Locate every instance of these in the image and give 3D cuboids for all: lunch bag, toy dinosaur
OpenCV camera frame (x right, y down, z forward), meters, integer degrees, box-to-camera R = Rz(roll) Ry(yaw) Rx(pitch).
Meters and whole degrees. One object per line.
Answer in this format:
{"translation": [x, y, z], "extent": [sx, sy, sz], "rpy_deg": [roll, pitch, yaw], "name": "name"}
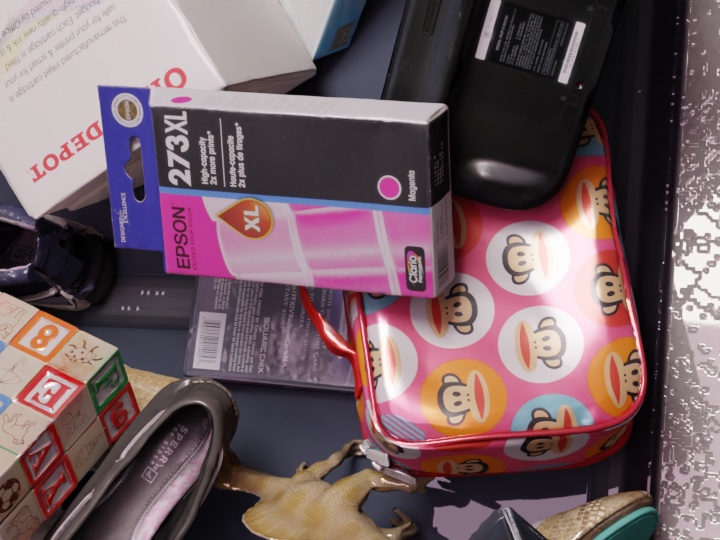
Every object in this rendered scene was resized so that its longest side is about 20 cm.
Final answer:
{"translation": [0.055, 0.010, 1.139], "extent": [0.176, 0.082, 0.200], "rpy_deg": [-5, 69, -1], "name": "lunch bag"}
{"translation": [-0.011, 0.133, 1.161], "extent": [0.200, 0.101, 0.058], "rpy_deg": [20, 115, 50], "name": "toy dinosaur"}

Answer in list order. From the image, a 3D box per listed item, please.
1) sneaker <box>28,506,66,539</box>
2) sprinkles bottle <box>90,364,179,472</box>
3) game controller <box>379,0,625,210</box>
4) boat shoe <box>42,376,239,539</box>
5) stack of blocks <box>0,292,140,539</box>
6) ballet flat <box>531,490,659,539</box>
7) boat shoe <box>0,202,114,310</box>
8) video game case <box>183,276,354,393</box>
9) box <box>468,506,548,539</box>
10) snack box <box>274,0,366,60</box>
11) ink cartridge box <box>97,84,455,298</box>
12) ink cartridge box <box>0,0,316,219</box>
{"translation": [-0.167, 0.172, 1.225], "extent": [0.071, 0.073, 0.200], "rpy_deg": [-27, 93, -2], "name": "sneaker"}
{"translation": [-0.189, 0.077, 1.257], "extent": [0.200, 0.068, 0.068], "rpy_deg": [12, 84, 20], "name": "sprinkles bottle"}
{"translation": [0.073, -0.122, 1.061], "extent": [0.104, 0.042, 0.200], "rpy_deg": [12, 122, -5], "name": "game controller"}
{"translation": [-0.133, 0.145, 1.159], "extent": [0.067, 0.057, 0.200], "rpy_deg": [32, 91, -2], "name": "boat shoe"}
{"translation": [-0.239, 0.064, 1.192], "extent": [0.200, 0.059, 0.115], "rpy_deg": [23, 56, 28], "name": "stack of blocks"}
{"translation": [0.077, 0.184, 1.149], "extent": [0.200, 0.071, 0.065], "rpy_deg": [-49, 52, 0], "name": "ballet flat"}
{"translation": [-0.255, -0.019, 1.285], "extent": [0.200, 0.093, 0.075], "rpy_deg": [4, 81, 19], "name": "boat shoe"}
{"translation": [0.000, 0.000, 1.234], "extent": [0.200, 0.019, 0.143], "rpy_deg": [4, 81, 18], "name": "video game case"}
{"translation": [0.112, 0.238, 1.020], "extent": [0.200, 0.197, 0.124], "rpy_deg": [41, 96, -5], "name": "box"}
{"translation": [-0.069, -0.230, 1.259], "extent": [0.200, 0.037, 0.116], "rpy_deg": [43, 135, 21], "name": "snack box"}
{"translation": [-0.050, -0.043, 1.099], "extent": [0.200, 0.037, 0.095], "rpy_deg": [6, 113, 23], "name": "ink cartridge box"}
{"translation": [-0.151, -0.155, 1.213], "extent": [0.147, 0.145, 0.200], "rpy_deg": [-31, 88, 23], "name": "ink cartridge box"}
